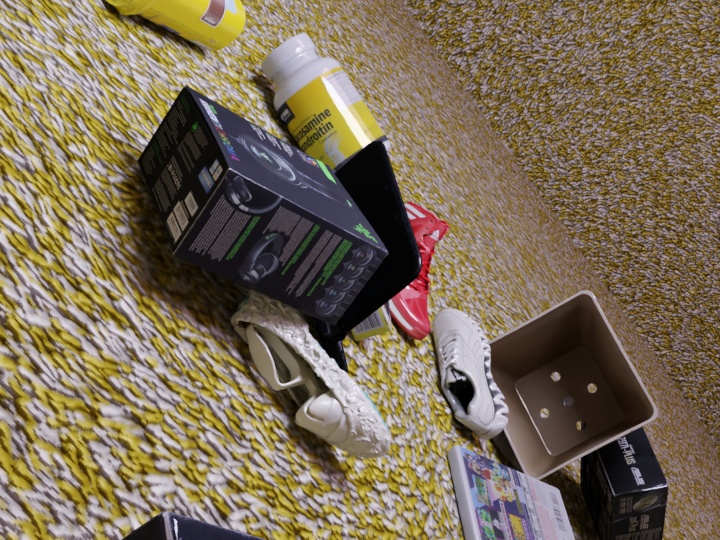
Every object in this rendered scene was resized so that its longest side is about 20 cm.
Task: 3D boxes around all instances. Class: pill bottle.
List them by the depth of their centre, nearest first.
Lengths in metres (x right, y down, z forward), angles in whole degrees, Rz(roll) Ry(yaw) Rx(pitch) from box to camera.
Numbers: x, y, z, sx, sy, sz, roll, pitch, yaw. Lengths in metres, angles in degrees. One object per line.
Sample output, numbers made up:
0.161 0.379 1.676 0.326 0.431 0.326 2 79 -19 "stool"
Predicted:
-0.053 -0.223 1.302 0.201 0.111 0.112 56 19 -1 "pill bottle"

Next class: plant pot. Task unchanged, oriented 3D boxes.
0.300 0.179 1.364 0.202 0.198 0.177 64 9 21 "plant pot"

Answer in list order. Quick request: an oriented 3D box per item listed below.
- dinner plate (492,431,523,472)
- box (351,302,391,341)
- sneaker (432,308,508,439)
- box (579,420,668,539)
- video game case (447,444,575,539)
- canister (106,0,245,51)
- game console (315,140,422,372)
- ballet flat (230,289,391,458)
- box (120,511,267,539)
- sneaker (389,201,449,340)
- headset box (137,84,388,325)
0.219 0.213 1.416 0.200 0.024 0.201 47 22 -25 "dinner plate"
0.001 -0.006 1.159 0.201 0.049 0.076 -96 166 -54 "box"
0.140 0.132 1.285 0.081 0.075 0.202 24 36 -42 "sneaker"
0.410 0.337 1.466 0.165 0.085 0.202 -100 179 -50 "box"
0.192 0.319 1.110 0.181 0.023 0.201 27 32 -25 "video game case"
-0.233 -0.355 1.111 0.150 0.086 0.199 62 18 14 "canister"
0.000 0.000 0.980 0.177 0.114 0.202 77 -1 -47 "game console"
-0.054 0.106 0.869 0.201 0.071 0.072 52 19 1 "ballet flat"
-0.088 0.234 0.354 0.117 0.199 0.199 33 30 -47 "box"
0.077 -0.013 1.281 0.078 0.115 0.202 26 36 -55 "sneaker"
-0.088 -0.058 0.872 0.199 0.093 0.175 27 19 -36 "headset box"
